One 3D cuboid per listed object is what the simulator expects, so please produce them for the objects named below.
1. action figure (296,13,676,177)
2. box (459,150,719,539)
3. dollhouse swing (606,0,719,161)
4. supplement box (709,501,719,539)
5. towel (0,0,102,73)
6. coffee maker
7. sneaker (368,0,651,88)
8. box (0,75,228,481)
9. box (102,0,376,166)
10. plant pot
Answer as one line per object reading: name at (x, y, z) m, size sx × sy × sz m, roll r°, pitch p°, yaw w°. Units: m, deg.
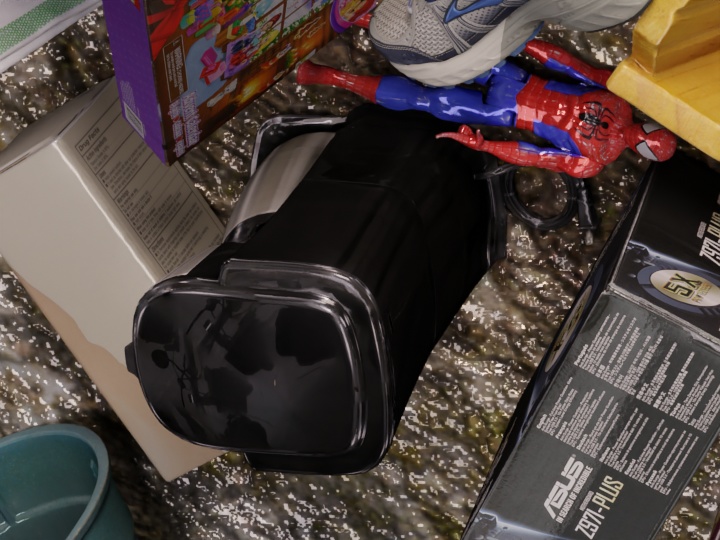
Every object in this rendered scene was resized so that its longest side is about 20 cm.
action figure at (0.068, -0.092, 1.256) m, size 0.198 × 0.052 × 0.066 m, roll 17°, pitch 86°, yaw 7°
box at (0.136, 0.064, 1.255) m, size 0.086 × 0.164 × 0.201 m, roll 27°, pitch 122°, yaw 2°
dollhouse swing at (0.260, -0.116, 1.126) m, size 0.176 × 0.181 × 0.200 m, roll 45°, pitch 123°, yaw 15°
supplement box at (0.247, 0.064, 1.198) m, size 0.102 × 0.200 × 0.132 m, roll 20°, pitch 122°, yaw 7°
towel at (-0.189, -0.213, 1.233) m, size 0.031 × 0.149 × 0.201 m, roll 4°, pitch 126°, yaw 57°
coffee maker at (0.000, 0.000, 1.243) m, size 0.191 × 0.200 × 0.135 m, roll -21°, pitch 110°, yaw 26°
sneaker at (0.060, -0.151, 1.156) m, size 0.085 × 0.078 × 0.199 m, roll 34°, pitch 150°, yaw -26°
box at (-0.121, 0.004, 1.348) m, size 0.077 × 0.095 × 0.201 m, roll -27°, pitch 104°, yaw 28°
box at (-0.051, -0.134, 1.105) m, size 0.137 × 0.200 × 0.039 m, roll -39°, pitch 77°, yaw -12°
plant pot at (-0.185, 0.232, 1.440) m, size 0.199 × 0.201 × 0.197 m, roll -19°, pitch 117°, yaw 25°
